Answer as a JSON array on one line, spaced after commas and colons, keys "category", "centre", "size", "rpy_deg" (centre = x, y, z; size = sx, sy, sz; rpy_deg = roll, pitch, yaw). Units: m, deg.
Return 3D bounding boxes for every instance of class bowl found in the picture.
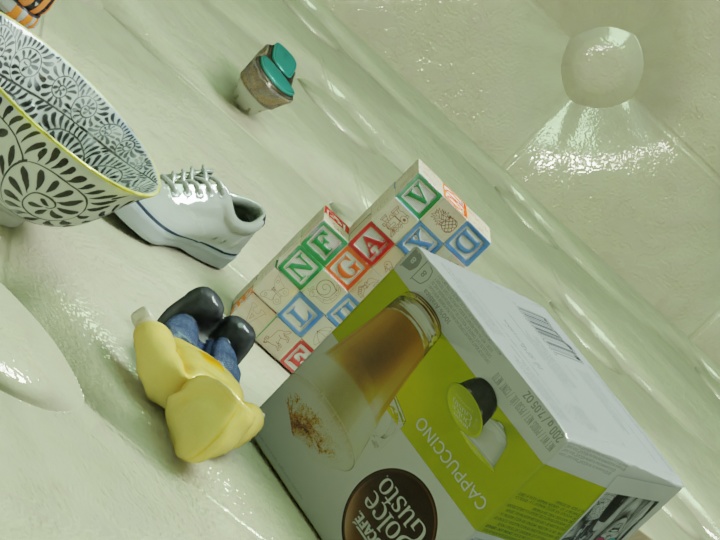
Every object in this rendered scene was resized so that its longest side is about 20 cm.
[{"category": "bowl", "centre": [-0.247, -0.093, 1.516], "size": [0.201, 0.094, 0.201], "rpy_deg": [42, 12, -11]}]

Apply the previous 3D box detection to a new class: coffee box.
[{"category": "coffee box", "centre": [0.077, 0.138, 1.575], "size": [0.200, 0.198, 0.200], "rpy_deg": [24, 25, -55]}]

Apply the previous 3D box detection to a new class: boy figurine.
[{"category": "boy figurine", "centre": [-0.114, 0.074, 1.481], "size": [0.124, 0.064, 0.200], "rpy_deg": [45, 8, -14]}]

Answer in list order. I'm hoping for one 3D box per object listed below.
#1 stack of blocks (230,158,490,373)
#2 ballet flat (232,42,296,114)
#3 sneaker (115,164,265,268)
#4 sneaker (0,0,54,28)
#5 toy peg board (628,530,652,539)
[{"category": "stack of blocks", "centre": [0.000, 0.000, 1.777], "size": [0.115, 0.200, 0.059], "rpy_deg": [44, 12, -10]}, {"category": "ballet flat", "centre": [-0.113, -0.214, 2.451], "size": [0.068, 0.067, 0.200], "rpy_deg": [50, 12, -7]}, {"category": "sneaker", "centre": [-0.151, -0.061, 1.786], "size": [0.073, 0.071, 0.200], "rpy_deg": [51, 13, 26]}, {"category": "sneaker", "centre": [-0.321, -0.325, 2.009], "size": [0.078, 0.112, 0.200], "rpy_deg": [28, 20, -54]}, {"category": "toy peg board", "centre": [0.308, 0.349, 1.933], "size": [0.200, 0.098, 0.199], "rpy_deg": [44, -3, -11]}]
